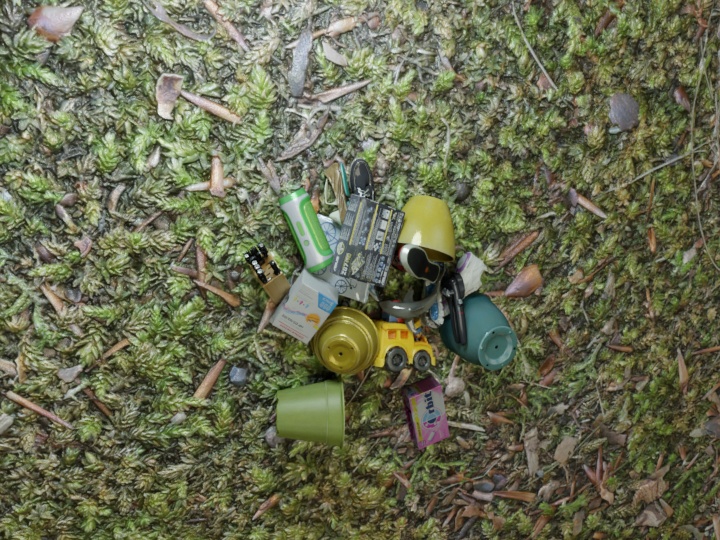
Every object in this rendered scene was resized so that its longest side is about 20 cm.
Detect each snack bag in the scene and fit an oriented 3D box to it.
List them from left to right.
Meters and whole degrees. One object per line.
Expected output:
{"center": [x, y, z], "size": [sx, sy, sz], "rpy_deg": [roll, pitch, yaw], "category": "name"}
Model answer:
{"center": [-0.049, -0.032, 1.668], "size": [0.194, 0.021, 0.194], "rpy_deg": [16, 96, 8], "category": "snack bag"}

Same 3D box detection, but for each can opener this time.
{"center": [0.274, 0.113, 1.777], "size": [0.076, 0.063, 0.207], "rpy_deg": [-11, 96, -17], "category": "can opener"}

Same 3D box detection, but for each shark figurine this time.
{"center": [0.171, 0.083, 1.732], "size": [0.212, 0.090, 0.130], "rpy_deg": [-34, 88, -9], "category": "shark figurine"}

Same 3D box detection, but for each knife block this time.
{"center": [-0.226, 0.018, 1.589], "size": [0.063, 0.176, 0.203], "rpy_deg": [-32, 116, -6], "category": "knife block"}

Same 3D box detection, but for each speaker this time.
{"center": [-0.137, -0.103, 1.613], "size": [0.087, 0.088, 0.205], "rpy_deg": [-25, 99, -10], "category": "speaker"}

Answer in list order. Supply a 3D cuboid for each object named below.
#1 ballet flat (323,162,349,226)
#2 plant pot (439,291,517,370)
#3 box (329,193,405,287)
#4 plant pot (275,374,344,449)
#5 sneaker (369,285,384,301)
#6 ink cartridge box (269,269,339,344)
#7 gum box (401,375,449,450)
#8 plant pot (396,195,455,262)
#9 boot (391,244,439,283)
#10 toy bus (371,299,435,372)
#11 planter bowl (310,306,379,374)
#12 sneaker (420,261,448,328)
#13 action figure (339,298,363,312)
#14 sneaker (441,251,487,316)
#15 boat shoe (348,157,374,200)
{"center": [-0.054, -0.175, 1.627], "size": [0.070, 0.068, 0.206], "rpy_deg": [-17, 86, 12], "category": "ballet flat"}
{"center": [0.361, 0.192, 1.860], "size": [0.194, 0.188, 0.206], "rpy_deg": [-6, 109, -17], "category": "plant pot"}
{"center": [0.020, -0.072, 1.587], "size": [0.158, 0.049, 0.206], "rpy_deg": [13, 95, -40], "category": "box"}
{"center": [-0.143, 0.396, 1.752], "size": [0.184, 0.201, 0.206], "rpy_deg": [0, 108, -8], "category": "plant pot"}
{"center": [0.000, 0.000, 1.726], "size": [0.071, 0.072, 0.203], "rpy_deg": [-25, 106, 28], "category": "sneaker"}
{"center": [-0.155, 0.111, 1.662], "size": [0.113, 0.069, 0.201], "rpy_deg": [30, 118, -16], "category": "ink cartridge box"}
{"center": [0.203, 0.447, 1.951], "size": [0.111, 0.066, 0.205], "rpy_deg": [-19, 113, -15], "category": "gum box"}
{"center": [0.173, -0.119, 1.704], "size": [0.195, 0.199, 0.146], "rpy_deg": [16, 82, -24], "category": "plant pot"}
{"center": [0.112, -0.030, 1.660], "size": [0.199, 0.142, 0.074], "rpy_deg": [32, 80, -58], "category": "boot"}
{"center": [0.117, 0.186, 1.812], "size": [0.194, 0.135, 0.199], "rpy_deg": [4, 90, -24], "category": "toy bus"}
{"center": [-0.048, 0.208, 1.693], "size": [0.194, 0.084, 0.207], "rpy_deg": [3, 109, 7], "category": "planter bowl"}
{"center": [0.203, 0.067, 1.828], "size": [0.073, 0.086, 0.207], "rpy_deg": [12, 80, -15], "category": "sneaker"}
{"center": [-0.055, 0.178, 1.770], "size": [0.126, 0.069, 0.207], "rpy_deg": [2, 103, -14], "category": "action figure"}
{"center": [0.304, 0.053, 1.853], "size": [0.098, 0.075, 0.203], "rpy_deg": [27, 96, -19], "category": "sneaker"}
{"center": [0.014, -0.196, 1.673], "size": [0.071, 0.063, 0.206], "rpy_deg": [-12, 111, -16], "category": "boat shoe"}
